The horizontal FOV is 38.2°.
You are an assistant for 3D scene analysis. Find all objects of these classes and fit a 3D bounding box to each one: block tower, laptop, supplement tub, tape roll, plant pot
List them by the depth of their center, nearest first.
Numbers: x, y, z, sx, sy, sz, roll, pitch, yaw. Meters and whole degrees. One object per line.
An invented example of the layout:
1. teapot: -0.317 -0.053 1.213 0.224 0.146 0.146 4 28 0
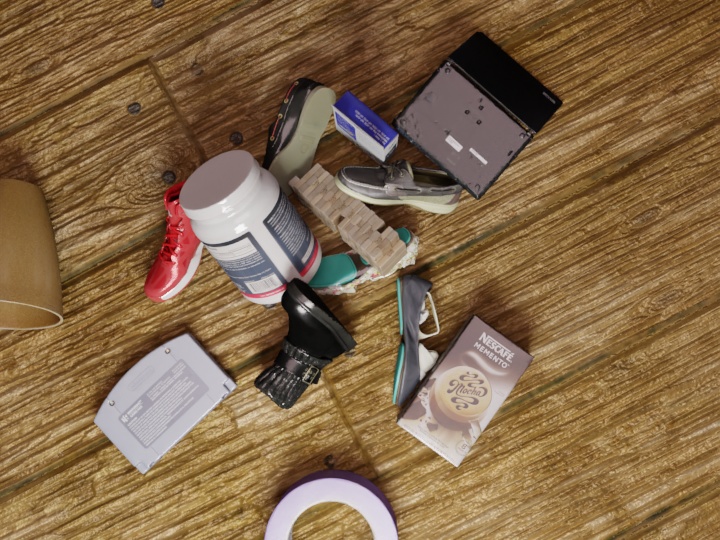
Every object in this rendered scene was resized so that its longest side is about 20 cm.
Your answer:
1. supplement tub: -0.158 -0.061 1.511 0.140 0.140 0.200 -33 127 0
2. plant pot: -0.531 -0.029 1.552 0.186 0.186 0.201 1 75 1
3. block tower: -0.019 -0.080 1.556 0.058 0.054 0.200 -45 66 -11
4. tape roll: -0.042 0.405 1.561 0.199 0.085 0.201 0 87 1
5. laptop: 0.180 -0.239 1.582 0.177 0.103 0.200 41 98 3

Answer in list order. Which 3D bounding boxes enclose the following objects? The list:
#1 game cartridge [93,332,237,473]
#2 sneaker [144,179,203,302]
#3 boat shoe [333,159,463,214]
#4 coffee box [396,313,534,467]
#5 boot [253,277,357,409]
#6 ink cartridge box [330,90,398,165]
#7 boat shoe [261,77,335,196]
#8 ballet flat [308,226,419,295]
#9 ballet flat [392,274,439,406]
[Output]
1. game cartridge: -0.304 0.197 1.599 0.200 0.040 0.133 -43 91 0
2. sneaker: -0.282 -0.056 1.558 0.078 0.116 0.200 25 79 33
3. boat shoe: 0.061 -0.136 1.556 0.200 0.072 0.066 9 129 -18
4. coffee box: 0.156 0.178 1.565 0.113 0.080 0.200 35 89 3
5. boot: -0.100 0.114 1.520 0.158 0.211 0.079 -40 54 -3
6. ink cartridge box: 0.008 -0.208 1.521 0.099 0.200 0.039 41 90 1
7. boat shoe: -0.108 -0.197 1.596 0.063 0.074 0.202 32 101 38
8. ballet flat: 0.000 0.000 1.583 0.200 0.064 0.076 -21 48 2
9. ballet flat: 0.085 0.106 1.576 0.073 0.073 0.201 2 86 1
